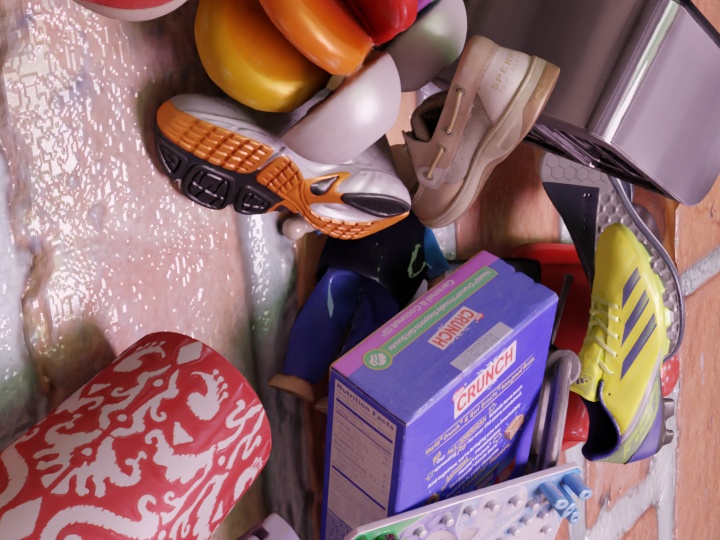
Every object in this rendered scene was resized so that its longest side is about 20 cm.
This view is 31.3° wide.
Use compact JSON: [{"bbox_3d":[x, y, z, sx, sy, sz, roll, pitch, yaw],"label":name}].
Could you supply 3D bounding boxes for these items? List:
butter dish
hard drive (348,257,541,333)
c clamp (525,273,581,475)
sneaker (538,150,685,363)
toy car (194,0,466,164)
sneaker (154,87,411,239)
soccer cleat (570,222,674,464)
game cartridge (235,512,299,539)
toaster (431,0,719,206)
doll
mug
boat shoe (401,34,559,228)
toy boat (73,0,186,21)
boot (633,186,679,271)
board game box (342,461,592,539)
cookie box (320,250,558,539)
[{"bbox_3d":[0.218,0.081,1.168,0.199,0.146,0.203,1,96,-53],"label":"butter dish"},{"bbox_3d":[0.071,0.063,1.033,0.198,0.033,0.142,-2,99,-44],"label":"hard drive"},{"bbox_3d":[0.146,0.095,1.005,0.200,0.027,0.173,-53,155,-83],"label":"c clamp"},{"bbox_3d":[0.218,-0.027,1.098,0.204,0.076,0.146,66,13,-5],"label":"sneaker"},{"bbox_3d":[-0.008,-0.181,0.764,0.175,0.149,0.200,49,49,-8],"label":"toy car"},{"bbox_3d":[-0.054,-0.087,0.843,0.199,0.075,0.093,18,53,-43],"label":"sneaker"},{"bbox_3d":[0.199,0.064,1.010,0.083,0.065,0.203,-12,111,-8],"label":"soccer cleat"},{"bbox_3d":[-0.126,0.235,0.760,0.038,0.130,0.200,44,50,4],"label":"game cartridge"},{"bbox_3d":[0.164,-0.144,0.907,0.199,0.180,0.120,25,91,-50],"label":"toaster"},{"bbox_3d":[0.000,0.000,0.917,0.135,0.048,0.202,27,77,-20],"label":"doll"},{"bbox_3d":[-0.157,0.143,0.720,0.133,0.178,0.200,44,47,-1],"label":"mug"},{"bbox_3d":[0.062,-0.090,0.833,0.073,0.064,0.200,-63,-176,-22],"label":"boat shoe"},{"bbox_3d":[-0.108,-0.237,0.648,0.201,0.129,0.131,-61,177,-26],"label":"toy boat"},{"bbox_3d":[0.323,-0.057,1.375,0.189,0.068,0.201,54,48,-35],"label":"boot"},{"bbox_3d":[0.060,0.237,0.909,0.198,0.026,0.202,-10,132,-31],"label":"board game box"},{"bbox_3d":[0.053,0.115,0.908,0.170,0.075,0.202,-34,143,-37],"label":"cookie box"}]
